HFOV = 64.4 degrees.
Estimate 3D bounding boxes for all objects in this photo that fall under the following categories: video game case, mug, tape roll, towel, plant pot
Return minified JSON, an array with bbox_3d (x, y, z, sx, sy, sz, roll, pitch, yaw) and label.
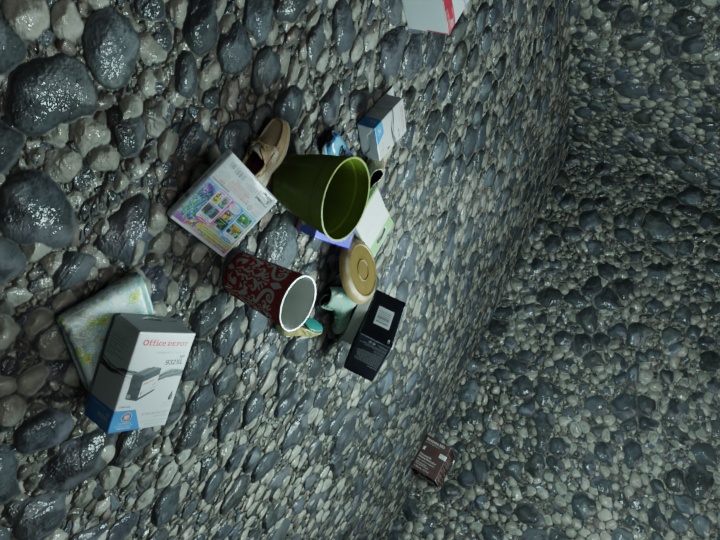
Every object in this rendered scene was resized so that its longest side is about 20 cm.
[{"bbox_3d":[-0.291,-0.139,1.233,0.182,0.024,0.200,-45,149,-1],"label":"video game case"},{"bbox_3d":[-0.218,0.059,1.369,0.134,0.196,0.181,-46,145,-35],"label":"mug"},{"bbox_3d":[-0.006,0.144,1.883,0.203,0.036,0.207,25,89,-90],"label":"tape roll"},{"bbox_3d":[-0.478,0.125,1.112,0.171,0.047,0.205,-42,141,-42],"label":"towel"},{"bbox_3d":[-0.107,-0.200,1.400,0.200,0.189,0.205,-38,139,-42],"label":"plant pot"},{"bbox_3d":[0.000,0.000,1.748,0.198,0.027,0.207,18,69,-57],"label":"plant pot"}]

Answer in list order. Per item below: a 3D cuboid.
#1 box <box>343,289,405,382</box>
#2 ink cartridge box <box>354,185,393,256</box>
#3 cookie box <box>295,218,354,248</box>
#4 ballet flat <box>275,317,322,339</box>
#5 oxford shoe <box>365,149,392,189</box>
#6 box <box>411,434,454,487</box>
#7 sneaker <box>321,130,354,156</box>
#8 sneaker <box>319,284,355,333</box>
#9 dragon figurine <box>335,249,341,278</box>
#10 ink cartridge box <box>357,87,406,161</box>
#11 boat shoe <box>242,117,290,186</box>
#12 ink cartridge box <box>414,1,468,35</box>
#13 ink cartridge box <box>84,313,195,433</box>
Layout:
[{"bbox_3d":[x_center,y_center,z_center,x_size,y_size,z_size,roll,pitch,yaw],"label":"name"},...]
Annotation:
[{"bbox_3d":[0.046,0.212,1.857,0.199,0.115,0.202,-66,180,-45],"label":"box"},{"bbox_3d":[0.031,-0.157,1.825,0.148,0.047,0.201,-59,151,-17],"label":"ink cartridge box"},{"bbox_3d":[-0.077,-0.168,1.598,0.199,0.074,0.176,14,96,-62],"label":"cookie box"},{"bbox_3d":[-0.181,0.169,1.662,0.199,0.069,0.072,24,88,-63],"label":"ballet flat"},{"bbox_3d":[0.052,-0.311,1.732,0.202,0.072,0.071,-56,149,-24],"label":"oxford shoe"},{"bbox_3d":[0.404,1.061,3.177,0.202,0.163,0.165,-57,149,-21],"label":"box"},{"bbox_3d":[-0.036,-0.309,1.562,0.080,0.088,0.200,-63,150,-10],"label":"sneaker"},{"bbox_3d":[-0.086,0.120,1.805,0.115,0.075,0.203,4,132,-24],"label":"sneaker"},{"bbox_3d":[-0.017,-0.019,1.820,0.198,0.058,0.102,-4,112,-58],"label":"dragon figurine"},{"bbox_3d":[0.076,-0.438,1.698,0.201,0.067,0.118,-52,148,-30],"label":"ink cartridge box"},{"bbox_3d":[-0.222,-0.256,1.283,0.204,0.072,0.069,-66,157,-4],"label":"boat shoe"},{"bbox_3d":[0.225,-0.812,1.631,0.203,0.143,0.145,-59,151,-16],"label":"ink cartridge box"},{"bbox_3d":[-0.427,0.198,1.117,0.144,0.082,0.205,13,98,-60],"label":"ink cartridge box"}]
